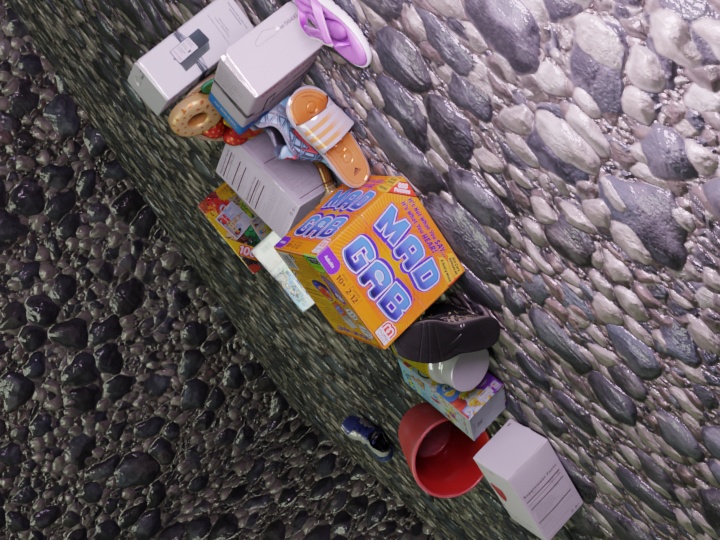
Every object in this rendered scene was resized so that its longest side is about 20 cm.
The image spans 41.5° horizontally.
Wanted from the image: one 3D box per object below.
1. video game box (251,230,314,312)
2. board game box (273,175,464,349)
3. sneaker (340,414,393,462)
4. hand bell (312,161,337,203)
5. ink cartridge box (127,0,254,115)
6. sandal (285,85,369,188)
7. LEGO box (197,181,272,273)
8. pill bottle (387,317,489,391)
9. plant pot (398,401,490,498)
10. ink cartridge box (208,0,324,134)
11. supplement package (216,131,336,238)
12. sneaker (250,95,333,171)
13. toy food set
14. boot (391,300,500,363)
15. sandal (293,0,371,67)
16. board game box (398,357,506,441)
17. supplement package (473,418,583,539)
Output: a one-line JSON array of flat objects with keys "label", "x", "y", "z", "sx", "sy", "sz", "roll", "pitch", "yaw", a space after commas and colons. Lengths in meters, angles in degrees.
[{"label": "video game box", "x": -0.119, "y": -0.029, "z": 2.058, "sx": 0.183, "sy": 0.047, "sz": 0.199, "roll": 51, "pitch": 131, "yaw": -2}, {"label": "board game box", "x": 0.012, "y": -0.021, "z": 1.615, "sx": 0.201, "sy": 0.200, "sz": 0.199, "roll": 54, "pitch": 163, "yaw": -21}, {"label": "sneaker", "x": 0.031, "y": 0.540, "z": 3.134, "sx": 0.198, "sy": 0.081, "sz": 0.116, "roll": 36, "pitch": 158, "yaw": 16}, {"label": "hand bell", "x": -0.062, "y": -0.165, "z": 1.724, "sx": 0.104, "sy": 0.103, "sz": 0.202, "roll": 18, "pitch": 135, "yaw": 60}, {"label": "ink cartridge box", "x": -0.288, "y": -0.363, "z": 1.610, "sx": 0.083, "sy": 0.200, "sz": 0.146, "roll": 51, "pitch": 164, "yaw": -11}, {"label": "sandal", "x": -0.036, "y": -0.214, "z": 1.533, "sx": 0.207, "sy": 0.079, "sz": 0.059, "roll": 48, "pitch": 165, "yaw": -33}, {"label": "LEGO box", "x": -0.250, "y": -0.119, "z": 2.159, "sx": 0.201, "sy": 0.149, "sz": 0.077, "roll": 50, "pitch": 179, "yaw": -9}, {"label": "pill bottle", "x": 0.145, "y": 0.145, "z": 1.809, "sx": 0.199, "sy": 0.114, "sz": 0.115, "roll": 31, "pitch": 157, "yaw": 47}, {"label": "plant pot", "x": 0.182, "y": 0.403, "z": 2.212, "sx": 0.201, "sy": 0.200, "sz": 0.177, "roll": 54, "pitch": 172, "yaw": -20}, {"label": "ink cartridge box", "x": -0.149, "y": -0.308, "z": 1.468, "sx": 0.085, "sy": 0.146, "sz": 0.200, "roll": 49, "pitch": 165, "yaw": -4}, {"label": "supplement package", "x": -0.163, "y": -0.179, "z": 1.821, "sx": 0.200, "sy": 0.113, "sz": 0.110, "roll": 45, "pitch": 139, "yaw": 12}, {"label": "sneaker", "x": -0.108, "y": -0.217, "z": 1.627, "sx": 0.199, "sy": 0.096, "sz": 0.079, "roll": 38, "pitch": 161, "yaw": -16}, {"label": "toy food set", "x": -0.224, "y": -0.284, "z": 1.670, "sx": 0.199, "sy": 0.196, "sz": 0.049, "roll": 25, "pitch": -139, "yaw": -57}, {"label": "boot", "x": 0.123, "y": 0.103, "z": 1.661, "sx": 0.153, "sy": 0.201, "sz": 0.075, "roll": -156, "pitch": 62, "yaw": -64}, {"label": "sandal", "x": -0.065, "y": -0.351, "z": 1.320, "sx": 0.203, "sy": 0.050, "sz": 0.083, "roll": 47, "pitch": 164, "yaw": 4}, {"label": "board game box", "x": 0.185, "y": 0.226, "z": 1.910, "sx": 0.199, "sy": 0.103, "sz": 0.105, "roll": 38, "pitch": 162, "yaw": 30}, {"label": "supplement package", "x": 0.342, "y": 0.427, "z": 1.933, "sx": 0.121, "sy": 0.120, "sz": 0.201, "roll": 23, "pitch": 150, "yaw": 58}]
